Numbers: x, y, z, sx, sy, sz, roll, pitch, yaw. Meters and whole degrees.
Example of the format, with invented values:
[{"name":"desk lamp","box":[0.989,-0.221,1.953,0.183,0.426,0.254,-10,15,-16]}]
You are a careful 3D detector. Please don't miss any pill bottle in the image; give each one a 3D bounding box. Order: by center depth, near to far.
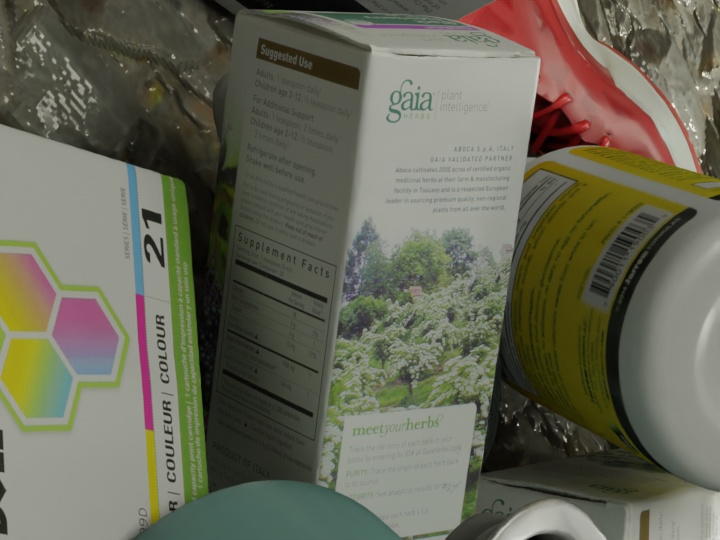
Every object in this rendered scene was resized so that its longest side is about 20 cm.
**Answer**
[{"name":"pill bottle","box":[0.111,0.011,0.909,0.111,0.200,0.114,-6,104,-23]}]

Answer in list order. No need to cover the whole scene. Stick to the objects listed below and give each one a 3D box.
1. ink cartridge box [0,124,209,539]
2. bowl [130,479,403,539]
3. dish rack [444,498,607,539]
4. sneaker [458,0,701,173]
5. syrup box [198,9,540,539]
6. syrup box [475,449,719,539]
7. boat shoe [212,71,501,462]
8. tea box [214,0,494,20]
[{"name":"ink cartridge box","box":[-0.146,0.027,0.700,0.199,0.075,0.149,17,59,-46]},{"name":"bowl","box":[-0.009,0.176,0.703,0.200,0.105,0.203,-12,107,-42]},{"name":"dish rack","box":[0.027,0.178,0.634,0.201,0.043,0.172,-56,131,-20]},{"name":"sneaker","box":[0.071,-0.075,1.029,0.115,0.078,0.201,-28,82,-44]},{"name":"syrup box","box":[-0.003,0.011,0.793,0.078,0.081,0.202,-4,106,-39]},{"name":"syrup box","box":[0.133,0.122,0.955,0.199,0.078,0.082,-5,97,-51]},{"name":"boat shoe","box":[0.000,0.000,0.891,0.073,0.067,0.201,-32,124,-19]},{"name":"tea box","box":[-0.025,-0.224,0.925,0.199,0.133,0.198,31,49,-37]}]
